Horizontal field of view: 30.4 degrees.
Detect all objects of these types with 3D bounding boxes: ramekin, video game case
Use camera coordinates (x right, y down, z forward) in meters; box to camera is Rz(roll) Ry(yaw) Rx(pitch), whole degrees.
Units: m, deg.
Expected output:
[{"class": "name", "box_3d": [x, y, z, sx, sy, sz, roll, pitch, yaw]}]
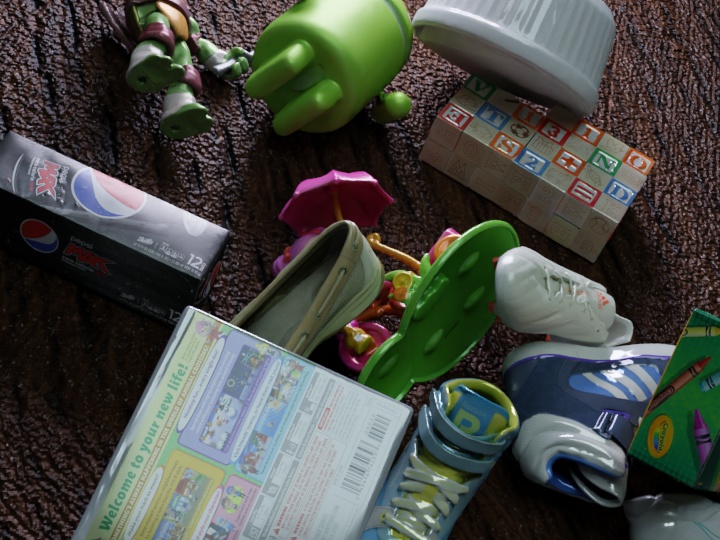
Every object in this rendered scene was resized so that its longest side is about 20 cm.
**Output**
[{"class": "ramekin", "box_3d": [0.157, -0.237, 1.296, 0.202, 0.095, 0.202, 26, 1, 0]}, {"class": "video game case", "box_3d": [-0.082, 0.150, 0.926, 0.181, 0.022, 0.201, 24, 72, 0]}]

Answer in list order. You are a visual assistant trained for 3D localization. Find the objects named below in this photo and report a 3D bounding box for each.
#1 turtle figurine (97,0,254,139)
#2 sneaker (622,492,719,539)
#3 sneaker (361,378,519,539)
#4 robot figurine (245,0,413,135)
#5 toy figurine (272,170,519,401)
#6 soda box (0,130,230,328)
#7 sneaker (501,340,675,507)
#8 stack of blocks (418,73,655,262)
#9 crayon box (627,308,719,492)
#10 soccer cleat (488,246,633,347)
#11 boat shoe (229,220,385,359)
[{"class": "turtle figurine", "box_3d": [-0.143, -0.229, 1.216, 0.199, 0.144, 0.195, 7, 51, -11]}, {"class": "sneaker", "box_3d": [0.294, 0.219, 1.049, 0.199, 0.070, 0.081, 5, 72, -23]}, {"class": "sneaker", "box_3d": [0.048, 0.154, 0.954, 0.079, 0.131, 0.200, 29, 46, 4]}, {"class": "robot figurine", "box_3d": [-0.025, -0.208, 1.259, 0.176, 0.115, 0.200, 52, 44, -10]}, {"class": "toy figurine", "box_3d": [0.000, 0.000, 1.104, 0.184, 0.150, 0.200, 34, 70, 29]}, {"class": "soda box", "box_3d": [-0.210, -0.031, 1.059, 0.199, 0.071, 0.063, 24, 44, 1]}, {"class": "sneaker", "box_3d": [0.212, 0.134, 1.069, 0.199, 0.081, 0.147, 7, 45, -13]}, {"class": "stack of blocks", "box_3d": [0.172, -0.108, 1.289, 0.199, 0.059, 0.115, 32, 46, 8]}, {"class": "crayon box", "box_3d": [0.285, 0.107, 1.030, 0.058, 0.119, 0.200, 26, 4, 31]}, {"class": "soccer cleat", "box_3d": [0.166, 0.025, 1.090, 0.077, 0.200, 0.070, 1, 77, 28]}, {"class": "boat shoe", "box_3d": [-0.067, 0.046, 0.996, 0.201, 0.063, 0.073, -42, 52, -7]}]
